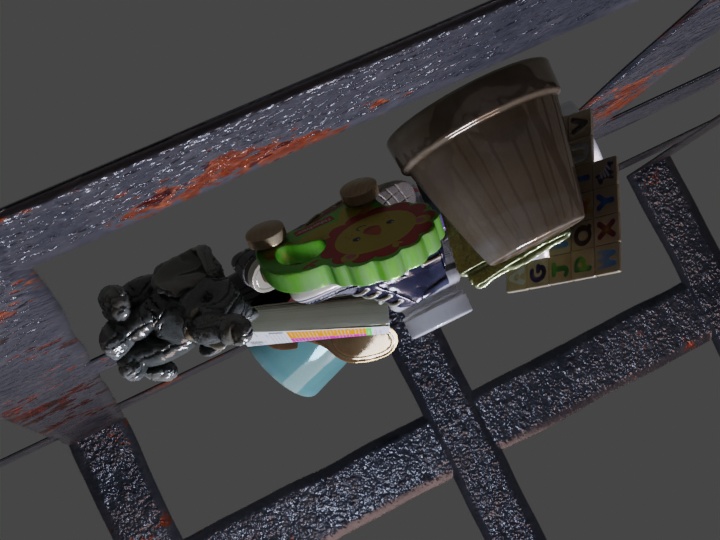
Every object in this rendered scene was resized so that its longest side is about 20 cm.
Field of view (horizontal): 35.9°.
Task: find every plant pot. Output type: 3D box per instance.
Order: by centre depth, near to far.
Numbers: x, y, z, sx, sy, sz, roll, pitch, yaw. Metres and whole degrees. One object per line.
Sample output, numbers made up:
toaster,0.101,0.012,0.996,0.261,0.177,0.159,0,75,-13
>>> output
plant pot,0.155,-0.108,1.213,0.200,0.174,0.200,-27,174,-3
plant pot,-0.079,0.077,1.809,0.161,0.201,0.201,-40,171,17

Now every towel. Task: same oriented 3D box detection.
towel,0.162,-0.091,1.333,0.148,0.200,0.036,-28,151,22

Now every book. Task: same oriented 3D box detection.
book,-0.061,0.073,1.500,0.199,0.048,0.134,-5,167,0

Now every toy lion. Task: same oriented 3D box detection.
toy lion,-0.012,-0.028,1.260,0.200,0.069,0.192,-25,-153,-10

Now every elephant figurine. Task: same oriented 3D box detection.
elephant figurine,-0.179,0.046,1.238,0.200,0.156,0.141,-19,156,23

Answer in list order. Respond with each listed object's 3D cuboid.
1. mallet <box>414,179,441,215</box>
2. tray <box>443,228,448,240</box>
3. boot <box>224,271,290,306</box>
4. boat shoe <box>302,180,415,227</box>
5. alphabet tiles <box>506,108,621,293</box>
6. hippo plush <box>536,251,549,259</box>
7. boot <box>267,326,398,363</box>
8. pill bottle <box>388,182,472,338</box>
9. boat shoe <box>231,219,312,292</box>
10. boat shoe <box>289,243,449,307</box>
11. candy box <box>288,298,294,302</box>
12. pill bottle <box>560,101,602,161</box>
mallet,0.119,-0.130,1.611,0.041,0.066,0.200,-27,-170,17
tray,0.186,-0.130,1.601,0.200,0.022,0.107,-53,-170,-33
boot,-0.203,0.053,1.538,0.168,0.077,0.200,-27,-178,-38
boat shoe,-0.008,-0.068,1.438,0.072,0.076,0.200,14,-148,41
alphabet tiles,0.233,-0.083,1.302,0.008,0.201,0.167,11,163,-39
hippo plush,0.245,-0.090,1.705,0.159,0.201,0.161,3,159,-22
boot,-0.045,0.068,1.647,0.199,0.074,0.155,7,-160,-3
pill bottle,0.071,-0.012,1.576,0.114,0.200,0.114,-26,175,-3
boat shoe,-0.084,-0.037,1.477,0.200,0.073,0.063,-29,-140,-35
boat shoe,0.017,0.015,1.333,0.200,0.093,0.075,-26,-160,-12
candy box,-0.033,-0.005,1.656,0.200,0.055,0.115,-22,-152,-35
pill bottle,0.203,-0.132,1.443,0.200,0.114,0.114,-27,175,7
